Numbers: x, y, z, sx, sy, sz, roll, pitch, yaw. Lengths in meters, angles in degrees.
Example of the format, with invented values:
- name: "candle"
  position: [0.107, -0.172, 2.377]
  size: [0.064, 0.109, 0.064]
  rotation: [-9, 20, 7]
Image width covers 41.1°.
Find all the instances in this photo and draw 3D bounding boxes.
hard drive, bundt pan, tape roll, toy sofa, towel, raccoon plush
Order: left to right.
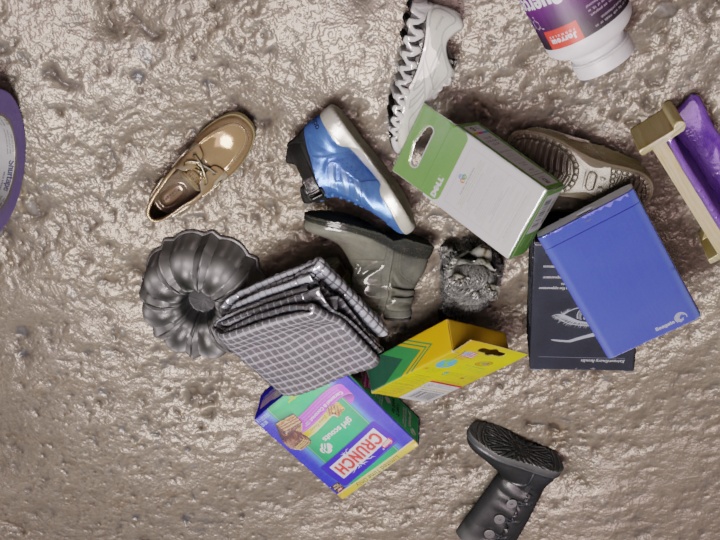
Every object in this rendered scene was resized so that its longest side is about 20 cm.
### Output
- name: "tape roll"
  position: [-0.525, -0.146, 1.274]
  size: [0.084, 0.201, 0.202]
  rotation: [9, 118, 2]
- name: "bundt pan"
  position: [-0.234, 0.047, 1.407]
  size: [0.199, 0.076, 0.204]
  rotation: [3, 118, 5]
- name: "towel"
  position: [-0.082, 0.088, 1.317]
  size: [0.198, 0.086, 0.166]
  rotation: [-20, 129, 32]
- name: "raccoon plush"
  position: [0.153, 0.049, 1.324]
  size: [0.095, 0.134, 0.202]
  rotation: [0, 117, 6]
- name: "hard drive"
  position: [0.330, 0.005, 1.224]
  size: [0.131, 0.025, 0.201]
  rotation: [-28, 110, 19]
- name: "toy sofa"
  position: [0.440, -0.120, 1.232]
  size: [0.097, 0.083, 0.201]
  rotation: [-31, 109, 22]

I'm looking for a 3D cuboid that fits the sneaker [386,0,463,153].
- name: "sneaker"
  position: [0.080, -0.241, 1.225]
  size: [0.080, 0.075, 0.202]
  rotation: [8, 119, -7]

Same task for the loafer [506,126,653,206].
- name: "loafer"
  position: [0.286, -0.134, 1.256]
  size: [0.198, 0.068, 0.076]
  rotation: [24, 117, 13]

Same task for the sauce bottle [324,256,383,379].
- name: "sauce bottle"
  position: [-0.011, 0.076, 1.402]
  size: [0.064, 0.065, 0.201]
  rotation: [-22, 114, 17]

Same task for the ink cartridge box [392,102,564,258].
- name: "ink cartridge box"
  position: [0.147, -0.118, 1.218]
  size: [0.199, 0.059, 0.105]
  rotation: [39, 121, 21]

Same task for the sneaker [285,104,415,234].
- name: "sneaker"
  position: [-0.019, -0.111, 1.295]
  size: [0.111, 0.077, 0.201]
  rotation: [-35, 104, 16]

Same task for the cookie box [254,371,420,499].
- name: "cookie box"
  position: [-0.033, 0.229, 1.475]
  size: [0.171, 0.075, 0.200]
  rotation: [-40, 107, 22]

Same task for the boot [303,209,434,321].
- name: "boot"
  position: [0.000, 0.000, 1.323]
  size: [0.198, 0.068, 0.132]
  rotation: [16, 103, -19]

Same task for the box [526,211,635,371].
- name: "box"
  position: [0.302, 0.028, 1.313]
  size: [0.146, 0.105, 0.202]
  rotation: [1, 118, 6]

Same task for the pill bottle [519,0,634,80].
- name: "pill bottle"
  position: [0.245, -0.330, 1.131]
  size: [0.112, 0.113, 0.201]
  rotation: [-27, 110, 19]

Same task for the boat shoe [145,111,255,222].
- name: "boat shoe"
  position: [-0.219, -0.135, 1.317]
  size: [0.071, 0.065, 0.200]
  rotation: [42, 115, -14]

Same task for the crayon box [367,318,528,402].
- name: "crayon box"
  position: [0.121, 0.125, 1.353]
  size: [0.126, 0.051, 0.199]
  rotation: [16, 145, -40]

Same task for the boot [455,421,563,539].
- name: "boot"
  position: [0.204, 0.349, 1.518]
  size: [0.163, 0.066, 0.201]
  rotation: [25, 122, -4]
